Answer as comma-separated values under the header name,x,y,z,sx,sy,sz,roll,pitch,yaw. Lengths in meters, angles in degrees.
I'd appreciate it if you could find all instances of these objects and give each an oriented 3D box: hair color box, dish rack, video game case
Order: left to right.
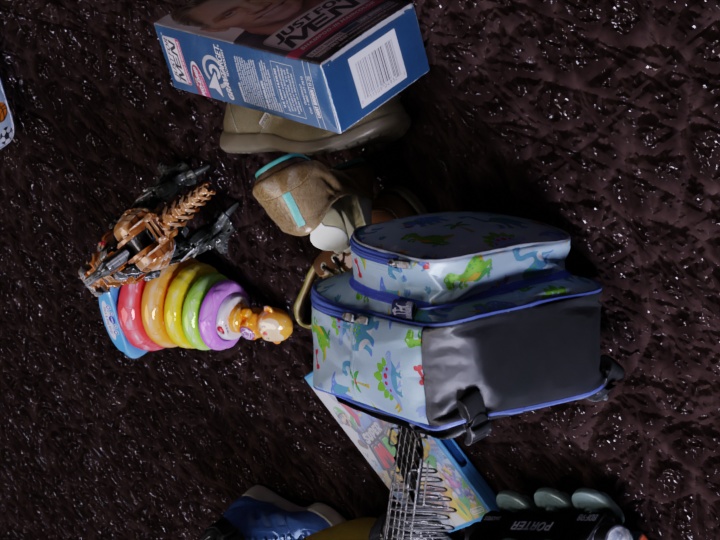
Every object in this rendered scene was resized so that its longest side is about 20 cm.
name,x,y,z,sx,sy,sz,roll,pitch,yaw
hair color box,-0.055,-0.170,1.293,0.200,0.100,0.061,19,136,44
video game case,0.038,0.159,1.601,0.200,0.018,0.143,53,151,0
dish rack,0.050,0.227,1.496,0.153,0.054,0.201,-124,39,-77

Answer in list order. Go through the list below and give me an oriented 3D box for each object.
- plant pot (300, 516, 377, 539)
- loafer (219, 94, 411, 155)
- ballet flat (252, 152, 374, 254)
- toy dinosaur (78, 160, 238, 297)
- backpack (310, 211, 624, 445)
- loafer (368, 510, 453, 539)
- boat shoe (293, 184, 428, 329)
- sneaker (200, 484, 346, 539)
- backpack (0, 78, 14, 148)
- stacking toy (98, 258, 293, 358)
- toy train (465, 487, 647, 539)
name,x,y,z,sx,sy,sz,roll,pitch,yaw
plant pot,-0.005,0.330,1.701,0.200,0.142,0.200,22,138,22
loafer,-0.044,-0.127,1.345,0.200,0.076,0.068,1,101,44
ballet flat,-0.025,-0.048,1.315,0.072,0.068,0.200,64,-167,6
toy dinosaur,-0.186,-0.031,1.581,0.200,0.136,0.102,-3,115,44
backpack,0.063,0.032,1.274,0.200,0.183,0.147,7,105,51
loafer,0.091,0.304,1.617,0.201,0.068,0.070,46,154,-6
boat shoe,0.000,0.000,1.431,0.072,0.068,0.200,49,149,9
sneaker,-0.092,0.299,1.840,0.200,0.111,0.077,14,133,48
backpack,-0.464,-0.187,1.775,0.154,0.200,0.191,8,122,45
stacking toy,-0.148,0.039,1.670,0.200,0.110,0.116,14,131,33
toy train,0.171,0.245,1.436,0.114,0.085,0.200,49,151,-18
